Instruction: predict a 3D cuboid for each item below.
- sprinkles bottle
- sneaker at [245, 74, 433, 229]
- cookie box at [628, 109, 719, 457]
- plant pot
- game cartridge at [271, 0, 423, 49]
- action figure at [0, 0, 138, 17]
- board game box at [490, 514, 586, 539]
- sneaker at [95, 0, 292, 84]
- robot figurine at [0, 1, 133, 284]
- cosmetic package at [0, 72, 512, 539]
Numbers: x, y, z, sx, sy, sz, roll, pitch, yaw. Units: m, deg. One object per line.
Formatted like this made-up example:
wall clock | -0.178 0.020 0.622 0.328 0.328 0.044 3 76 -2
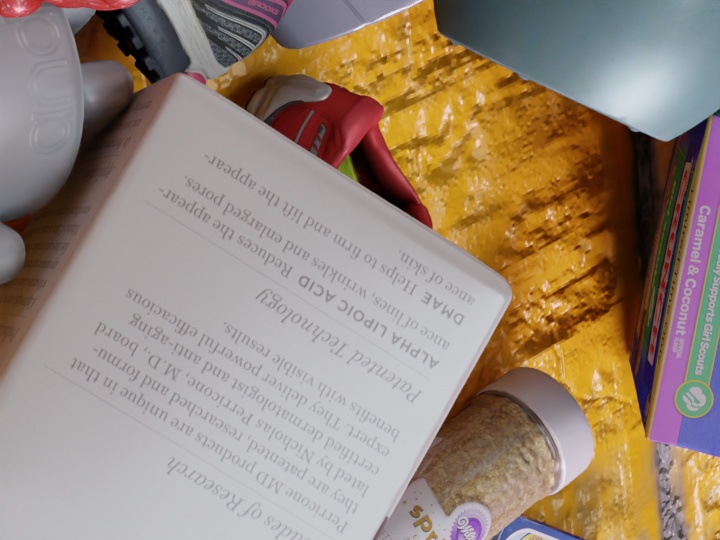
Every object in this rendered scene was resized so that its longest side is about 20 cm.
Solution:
sprinkles bottle | 0.032 0.127 1.161 0.200 0.068 0.068 -34 125 -30
sneaker | 0.000 0.000 1.066 0.077 0.085 0.200 -46 132 -36
cookie box | 0.197 -0.004 1.190 0.200 0.075 0.171 -66 166 -80
plant pot | 0.127 -0.158 1.069 0.201 0.201 0.161 17 100 -45
game cartridge | 0.014 -0.185 0.960 0.200 0.042 0.133 -33 113 20
action figure | -0.072 -0.164 0.847 0.200 0.065 0.099 -37 120 -34
board game box | 0.073 0.237 1.262 0.135 0.034 0.200 25 86 -46
sneaker | -0.099 -0.165 0.914 0.075 0.081 0.200 -36 128 -8
robot figurine | -0.187 -0.066 0.852 0.200 0.113 0.170 -16 74 -40
cosmetic package | -0.074 0.050 0.925 0.165 0.165 0.200 32 81 -14
